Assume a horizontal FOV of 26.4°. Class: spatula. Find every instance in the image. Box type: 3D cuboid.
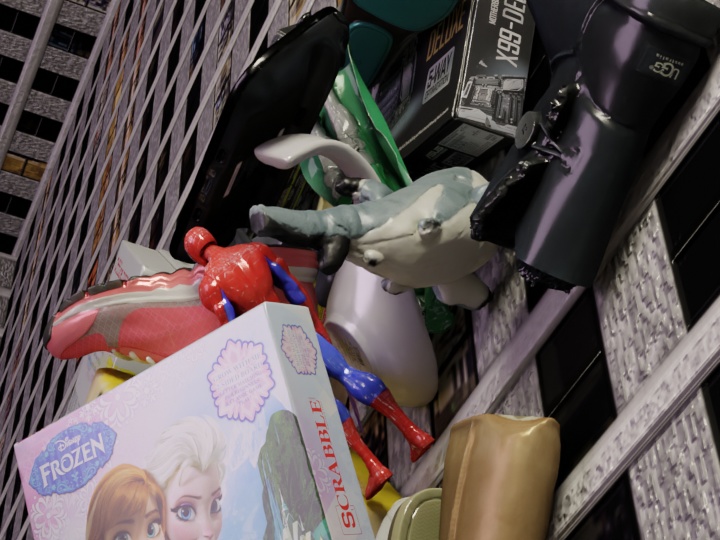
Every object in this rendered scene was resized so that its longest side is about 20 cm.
[{"bbox_3d":[-0.045,0.034,1.107,0.200,0.020,0.057,50,164,35],"label":"spatula"}]

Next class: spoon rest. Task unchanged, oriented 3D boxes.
[{"bbox_3d":[0.000,0.000,0.954,0.060,0.202,0.099,-35,31,-23],"label":"spoon rest"}]

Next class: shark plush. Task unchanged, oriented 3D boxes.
[{"bbox_3d":[0.014,-0.023,0.889,0.083,0.198,0.091,49,138,32],"label":"shark plush"}]

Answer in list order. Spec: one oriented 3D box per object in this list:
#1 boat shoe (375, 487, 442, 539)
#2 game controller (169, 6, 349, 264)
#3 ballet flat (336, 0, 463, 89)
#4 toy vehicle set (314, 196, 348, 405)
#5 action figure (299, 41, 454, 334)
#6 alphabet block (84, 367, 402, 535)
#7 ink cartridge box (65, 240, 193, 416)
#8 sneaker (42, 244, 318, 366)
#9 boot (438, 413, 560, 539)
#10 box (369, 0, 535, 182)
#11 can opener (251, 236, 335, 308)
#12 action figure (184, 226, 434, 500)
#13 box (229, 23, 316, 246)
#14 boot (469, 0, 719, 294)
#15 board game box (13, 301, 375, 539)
[{"bbox_3d":[0.018,0.220,0.827,0.068,0.074,0.202,-42,27,64],"label":"boat shoe"},{"bbox_3d":[-0.067,-0.081,0.971,0.104,0.042,0.201,-32,-18,-37],"label":"game controller"},{"bbox_3d":[0.019,-0.183,1.022,0.200,0.067,0.064,-39,31,62],"label":"ballet flat"},{"bbox_3d":[-0.025,0.033,1.186,0.124,0.026,0.202,177,109,-71],"label":"toy vehicle set"},{"bbox_3d":[0.009,-0.041,1.007,0.201,0.054,0.119,59,147,27],"label":"action figure"},{"bbox_3d":[-0.101,0.200,0.992,0.195,0.194,0.202,-145,73,-70],"label":"alphabet block"},{"bbox_3d":[-0.143,0.097,1.200,0.145,0.143,0.202,-147,75,-72],"label":"ink cartridge box"},{"bbox_3d":[-0.118,0.044,1.006,0.074,0.198,0.088,14,-117,-73],"label":"sneaker"},{"bbox_3d":[0.066,0.165,0.730,0.175,0.065,0.202,150,136,-64],"label":"boot"},{"bbox_3d":[0.056,-0.136,1.056,0.200,0.049,0.160,146,136,-65],"label":"box"},{"bbox_3d":[-0.045,-0.001,1.147,0.200,0.053,0.068,160,124,-70],"label":"can opener"},{"bbox_3d":[-0.042,0.049,0.940,0.065,0.200,0.052,-35,-13,-26],"label":"action figure"},{"bbox_3d":[-0.058,-0.111,1.269,0.201,0.044,0.160,-65,-11,24],"label":"box"},{"bbox_3d":[0.102,-0.095,0.833,0.169,0.076,0.200,-64,26,16],"label":"boot"},{"bbox_3d":[-0.085,0.149,0.805,0.199,0.041,0.202,-29,67,29],"label":"board game box"}]
